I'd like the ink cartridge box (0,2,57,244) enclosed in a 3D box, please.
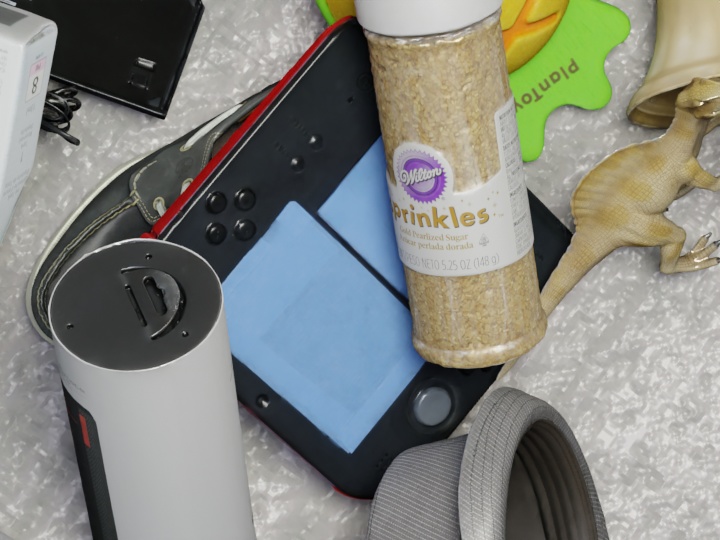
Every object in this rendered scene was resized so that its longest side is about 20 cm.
[{"bbox_3d":[-0.243,-0.048,1.324,0.162,0.057,0.200,19,116,12],"label":"ink cartridge box"}]

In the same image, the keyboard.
[{"bbox_3d":[-0.186,-0.124,1.364,0.200,0.040,0.104,20,65,-4],"label":"keyboard"}]

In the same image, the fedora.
[{"bbox_3d":[0.061,0.159,1.340,0.090,0.177,0.200,-9,109,24],"label":"fedora"}]

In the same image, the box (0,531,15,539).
[{"bbox_3d":[-0.248,0.186,1.322,0.200,0.097,0.177,32,89,-4],"label":"box"}]

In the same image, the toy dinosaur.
[{"bbox_3d":[0.137,-0.032,1.362,0.200,0.101,0.058,-53,52,27],"label":"toy dinosaur"}]

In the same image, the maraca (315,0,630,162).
[{"bbox_3d":[0.053,-0.142,1.350,0.137,0.107,0.200,-36,116,2],"label":"maraca"}]

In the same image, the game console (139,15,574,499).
[{"bbox_3d":[0.000,0.000,1.340,0.177,0.031,0.200,-48,121,-2],"label":"game console"}]

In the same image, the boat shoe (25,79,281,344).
[{"bbox_3d":[-0.082,-0.033,1.353,0.200,0.068,0.072,-36,96,-3],"label":"boat shoe"}]

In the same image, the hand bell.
[{"bbox_3d":[0.170,-0.180,1.382,0.104,0.104,0.200,-7,78,-6],"label":"hand bell"}]

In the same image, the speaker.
[{"bbox_3d":[-0.094,0.078,1.285,0.081,0.200,0.081,-2,49,2],"label":"speaker"}]

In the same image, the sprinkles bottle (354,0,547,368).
[{"bbox_3d":[0.044,-0.055,1.289,0.068,0.068,0.200,-13,115,-6],"label":"sprinkles bottle"}]
